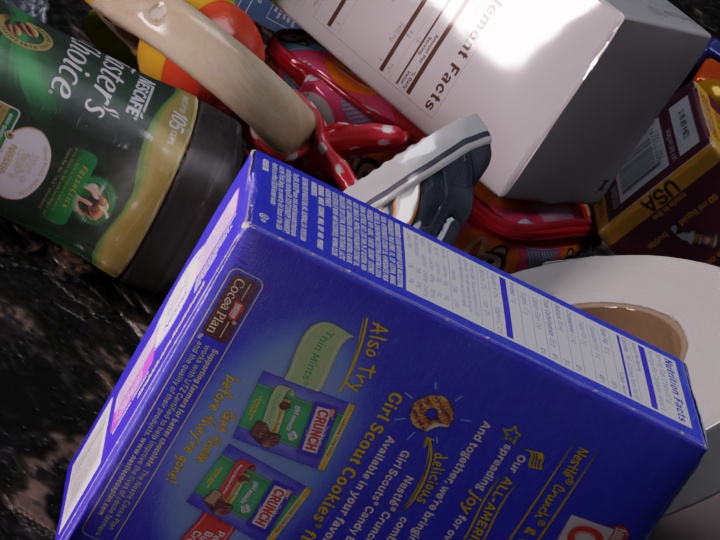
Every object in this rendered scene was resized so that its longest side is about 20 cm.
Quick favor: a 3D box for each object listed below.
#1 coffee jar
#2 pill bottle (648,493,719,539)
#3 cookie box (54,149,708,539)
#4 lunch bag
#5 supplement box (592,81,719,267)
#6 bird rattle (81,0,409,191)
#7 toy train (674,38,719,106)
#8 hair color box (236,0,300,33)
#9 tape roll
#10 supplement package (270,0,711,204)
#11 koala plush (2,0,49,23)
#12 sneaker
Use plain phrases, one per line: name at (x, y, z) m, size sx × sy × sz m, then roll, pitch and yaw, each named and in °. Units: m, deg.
coffee jar at (-0.151, -0.067, 1.220) m, size 0.199 × 0.085 × 0.104 m, roll 27°, pitch 22°, yaw -11°
pill bottle at (0.188, 0.089, 1.273) m, size 0.119 × 0.120 × 0.200 m, roll 31°, pitch 22°, yaw 0°
cookie box at (0.006, 0.074, 1.004) m, size 0.199 × 0.171 × 0.075 m, roll 26°, pitch 25°, yaw -12°
lunch bag at (0.036, -0.056, 1.452) m, size 0.200 × 0.082 × 0.176 m, roll 40°, pitch 20°, yaw 21°
supplement box at (0.227, 0.003, 1.469) m, size 0.200 × 0.086 × 0.110 m, roll 46°, pitch 17°, yaw -16°
bird rattle at (-0.073, -0.092, 1.314) m, size 0.200 × 0.113 × 0.163 m, roll 46°, pitch 3°, yaw 26°
toy train at (0.226, -0.108, 1.641) m, size 0.085 × 0.200 × 0.116 m, roll 33°, pitch 26°, yaw 7°
hair color box at (0.010, -0.166, 1.671) m, size 0.199 × 0.061 × 0.100 m, roll 27°, pitch 22°, yaw -7°
tape roll at (0.102, 0.055, 1.192) m, size 0.202 × 0.037 × 0.203 m, roll -10°, pitch 25°, yaw 5°
supplement package at (0.066, -0.142, 1.397) m, size 0.200 × 0.120 × 0.121 m, roll 42°, pitch 19°, yaw 23°
koala plush at (-0.196, -0.209, 1.312) m, size 0.177 × 0.200 × 0.184 m, roll 19°, pitch 25°, yaw -27°
sneaker at (0.000, 0.000, 1.222) m, size 0.200 × 0.078 × 0.080 m, roll -35°, pitch 90°, yaw -31°
